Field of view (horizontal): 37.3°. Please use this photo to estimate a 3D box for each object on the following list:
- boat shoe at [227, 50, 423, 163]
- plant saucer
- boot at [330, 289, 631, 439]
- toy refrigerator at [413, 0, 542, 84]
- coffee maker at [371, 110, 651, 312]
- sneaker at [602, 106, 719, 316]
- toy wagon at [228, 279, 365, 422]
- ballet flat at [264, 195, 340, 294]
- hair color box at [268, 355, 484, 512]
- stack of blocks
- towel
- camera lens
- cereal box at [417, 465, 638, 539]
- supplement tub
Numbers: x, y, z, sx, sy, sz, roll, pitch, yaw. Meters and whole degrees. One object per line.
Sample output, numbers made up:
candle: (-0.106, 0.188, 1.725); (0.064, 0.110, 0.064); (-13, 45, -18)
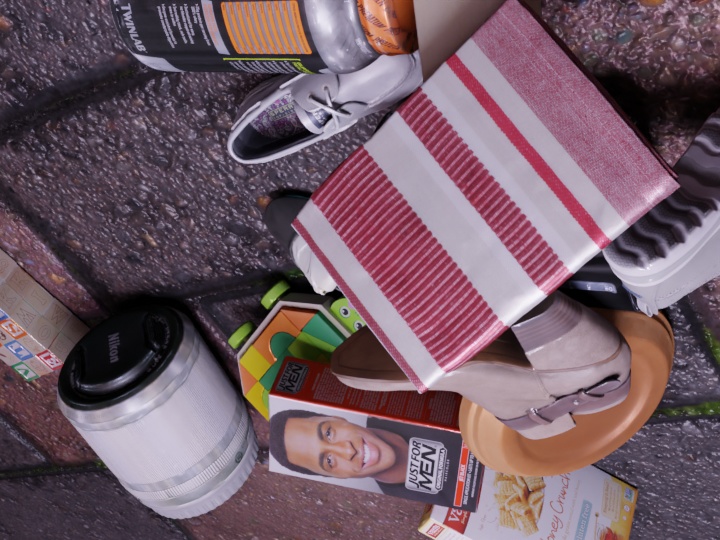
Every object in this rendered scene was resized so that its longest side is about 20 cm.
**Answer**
boat shoe: (-0.028, -0.132, 0.811); (0.199, 0.069, 0.072); (-12, 128, 37)
plant saucer: (0.179, 0.105, 0.892); (0.199, 0.038, 0.201); (-13, 131, -16)
boot: (0.097, 0.079, 0.784); (0.199, 0.070, 0.146); (-15, 139, 23)
toy refrigerator: (0.079, -0.113, 0.676); (0.070, 0.076, 0.201); (-8, 89, 24)
coffee maker: (0.123, -0.040, 0.805); (0.199, 0.135, 0.192); (4, 173, 25)
sneaker: (0.242, -0.049, 0.696); (0.075, 0.200, 0.082); (52, 175, 42)
toy wagon: (-0.041, 0.081, 1.035); (0.155, 0.040, 0.200); (45, 126, 6)
ballet flat: (0.000, 0.000, 0.940); (0.199, 0.068, 0.068); (28, 125, -4)
hair color box: (0.018, 0.150, 0.983); (0.199, 0.061, 0.102); (10, 126, 10)
stack of blocks: (-0.422, 0.037, 1.213); (0.115, 0.059, 0.200); (-21, 122, 42)
towel: (0.066, -0.041, 0.633); (0.200, 0.023, 0.144); (-42, 77, 22)
camera lens: (-0.215, 0.149, 1.147); (0.159, 0.160, 0.200); (-2, 133, 30)
cereal box: (0.168, 0.235, 1.051); (0.199, 0.144, 0.040); (28, 141, -4)
supplement tub: (-0.058, -0.194, 0.717); (0.199, 0.123, 0.123); (6, 137, 22)
